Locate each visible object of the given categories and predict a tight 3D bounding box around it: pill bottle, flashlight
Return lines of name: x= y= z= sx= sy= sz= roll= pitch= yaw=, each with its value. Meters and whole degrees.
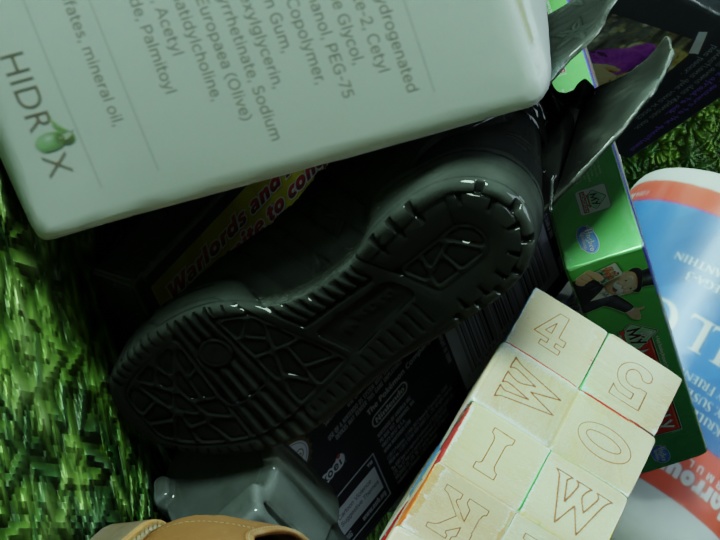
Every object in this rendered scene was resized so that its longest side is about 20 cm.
pill bottle: x=0.115 y=0.069 z=0.896 sx=0.201 sy=0.112 sz=0.112 roll=-60 pitch=153 yaw=-16
flashlight: x=-0.001 y=0.124 z=0.807 sx=0.200 sy=0.067 sz=0.068 roll=49 pitch=41 yaw=-36

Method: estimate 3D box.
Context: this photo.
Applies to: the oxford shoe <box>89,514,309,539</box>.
oxford shoe: x=-0.053 y=0.110 z=0.619 sx=0.200 sy=0.071 sz=0.072 roll=-61 pitch=138 yaw=-72

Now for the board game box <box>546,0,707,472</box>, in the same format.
board game box: x=0.081 y=-0.044 z=0.826 sx=0.135 sy=0.029 sz=0.201 roll=65 pitch=11 yaw=-52

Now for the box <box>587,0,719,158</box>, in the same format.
box: x=0.087 y=-0.149 z=1.026 sx=0.199 sy=0.106 sz=0.123 roll=17 pitch=49 yaw=-44

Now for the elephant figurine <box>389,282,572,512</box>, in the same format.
elephant figurine: x=0.091 y=0.053 z=1.021 sx=0.142 sy=0.198 sz=0.156 roll=104 pitch=-8 yaw=-45

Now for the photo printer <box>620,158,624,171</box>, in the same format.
photo printer: x=0.072 y=-0.012 z=1.179 sx=0.069 sy=0.166 sz=0.201 roll=-17 pitch=94 yaw=-45

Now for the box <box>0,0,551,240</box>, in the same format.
box: x=-0.045 y=-0.155 z=0.705 sx=0.199 sy=0.170 sz=0.201 roll=-84 pitch=158 yaw=-61

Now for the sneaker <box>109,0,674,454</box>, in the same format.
sneaker: x=0.009 y=-0.017 z=0.726 sx=0.060 sy=0.199 sz=0.104 roll=48 pitch=32 yaw=-21

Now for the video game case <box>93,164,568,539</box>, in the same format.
video game case: x=0.000 y=0.000 z=0.842 sx=0.200 sy=0.025 sz=0.181 roll=-49 pitch=137 yaw=-28

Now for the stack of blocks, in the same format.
stack of blocks: x=0.022 y=0.114 z=0.686 sx=0.200 sy=0.058 sz=0.115 roll=-56 pitch=177 yaw=-43
